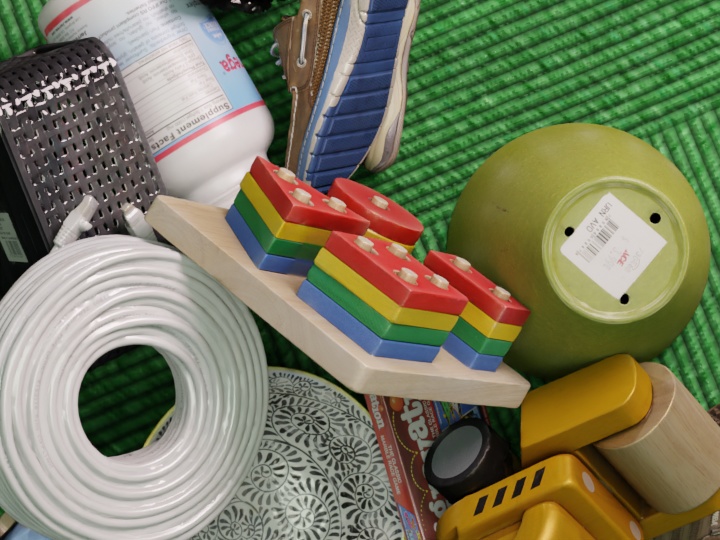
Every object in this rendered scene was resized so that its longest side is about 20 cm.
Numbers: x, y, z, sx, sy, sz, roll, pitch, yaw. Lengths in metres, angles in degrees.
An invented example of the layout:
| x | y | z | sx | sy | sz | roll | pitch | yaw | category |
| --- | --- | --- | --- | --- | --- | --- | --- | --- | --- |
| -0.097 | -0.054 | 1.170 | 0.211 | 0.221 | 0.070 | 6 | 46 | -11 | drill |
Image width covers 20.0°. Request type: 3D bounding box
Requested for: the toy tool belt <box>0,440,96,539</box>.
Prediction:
| x | y | z | sx | sy | sz | roll | pitch | yaw | category |
| --- | --- | --- | --- | --- | --- | --- | --- | --- | --- |
| -0.228 | 0.212 | 1.394 | 0.125 | 0.123 | 0.200 | 18 | 89 | -1 | toy tool belt |

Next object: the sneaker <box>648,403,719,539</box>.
| x | y | z | sx | sy | sz | roll | pitch | yaw | category |
| --- | --- | --- | --- | --- | --- | --- | --- | --- | --- |
| 0.220 | 0.184 | 1.426 | 0.200 | 0.070 | 0.076 | -45 | 106 | 6 | sneaker |

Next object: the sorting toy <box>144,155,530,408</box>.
| x | y | z | sx | sy | sz | roll | pitch | yaw | category |
| --- | --- | --- | --- | --- | --- | --- | --- | --- | --- |
| 0.000 | 0.000 | 1.297 | 0.199 | 0.200 | 0.070 | 38 | 105 | 31 | sorting toy |

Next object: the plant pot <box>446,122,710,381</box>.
| x | y | z | sx | sy | sz | roll | pitch | yaw | category |
| --- | --- | --- | --- | --- | --- | --- | --- | --- | --- |
| 0.155 | -0.012 | 1.360 | 0.187 | 0.200 | 0.187 | 0 | 90 | 0 | plant pot |

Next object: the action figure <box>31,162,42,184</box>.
| x | y | z | sx | sy | sz | roll | pitch | yaw | category |
| --- | --- | --- | --- | --- | --- | --- | --- | --- | --- |
| -0.282 | -0.028 | 1.429 | 0.118 | 0.055 | 0.200 | 30 | 83 | 1 | action figure |

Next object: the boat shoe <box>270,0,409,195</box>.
| x | y | z | sx | sy | sz | roll | pitch | yaw | category |
| --- | --- | --- | --- | --- | --- | --- | --- | --- | --- |
| -0.018 | -0.149 | 1.369 | 0.072 | 0.072 | 0.200 | 28 | 110 | 30 | boat shoe |

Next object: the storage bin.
| x | y | z | sx | sy | sz | roll | pitch | yaw | category |
| --- | --- | --- | --- | --- | --- | --- | --- | --- | --- |
| -0.199 | -0.044 | 1.360 | 0.094 | 0.135 | 0.200 | -26 | 105 | -27 | storage bin |

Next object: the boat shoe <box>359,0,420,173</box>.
| x | y | z | sx | sy | sz | roll | pitch | yaw | category |
| --- | --- | --- | --- | --- | --- | --- | --- | --- | --- |
| 0.003 | -0.171 | 1.422 | 0.073 | 0.074 | 0.200 | 7 | 89 | -1 | boat shoe |

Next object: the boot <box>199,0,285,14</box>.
| x | y | z | sx | sy | sz | roll | pitch | yaw | category |
| --- | --- | --- | --- | --- | --- | --- | --- | --- | --- |
| -0.128 | -0.253 | 1.363 | 0.073 | 0.198 | 0.163 | -40 | 66 | 37 | boot |

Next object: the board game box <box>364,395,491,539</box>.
| x | y | z | sx | sy | sz | roll | pitch | yaw | category |
| --- | --- | --- | --- | --- | --- | --- | --- | --- | --- |
| 0.055 | 0.122 | 1.415 | 0.019 | 0.103 | 0.200 | -16 | 90 | 44 | board game box |

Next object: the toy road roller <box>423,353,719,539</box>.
| x | y | z | sx | sy | sz | roll | pitch | yaw | category |
| --- | --- | --- | --- | --- | --- | --- | --- | --- | --- |
| 0.143 | 0.163 | 1.337 | 0.200 | 0.146 | 0.123 | -28 | 125 | 25 | toy road roller |

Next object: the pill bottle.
| x | y | z | sx | sy | sz | roll | pitch | yaw | category |
| --- | --- | --- | --- | --- | --- | --- | --- | --- | --- |
| -0.128 | -0.116 | 1.403 | 0.109 | 0.109 | 0.200 | -31 | 91 | -1 | pill bottle |

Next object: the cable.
| x | y | z | sx | sy | sz | roll | pitch | yaw | category |
| --- | --- | --- | --- | --- | --- | --- | --- | --- | --- |
| -0.147 | 0.079 | 1.276 | 0.200 | 0.069 | 0.200 | 46 | 71 | -25 | cable |

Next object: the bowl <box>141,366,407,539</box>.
| x | y | z | sx | sy | sz | roll | pitch | yaw | category |
| --- | --- | --- | --- | --- | --- | --- | --- | --- | --- |
| -0.077 | 0.168 | 1.398 | 0.200 | 0.094 | 0.201 | 2 | 84 | -22 | bowl |
